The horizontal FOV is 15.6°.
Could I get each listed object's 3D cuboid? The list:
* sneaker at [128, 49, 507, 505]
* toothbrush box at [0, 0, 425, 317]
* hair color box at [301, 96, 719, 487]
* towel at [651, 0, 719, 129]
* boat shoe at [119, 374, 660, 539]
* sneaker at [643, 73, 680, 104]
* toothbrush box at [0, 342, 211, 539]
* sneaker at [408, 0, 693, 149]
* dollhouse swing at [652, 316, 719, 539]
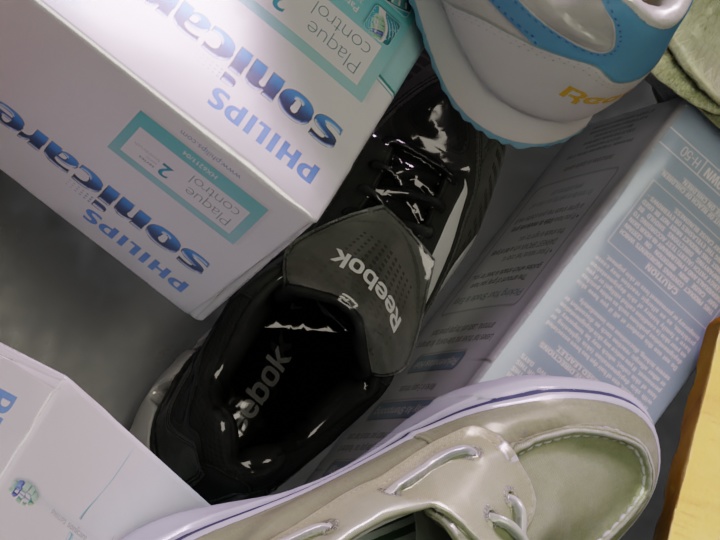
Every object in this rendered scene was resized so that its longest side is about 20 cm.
[{"bbox_3d":[0.000,0.000,0.868,0.066,0.090,0.200,37,76,-10],"label":"sneaker"},{"bbox_3d":[-0.046,-0.110,0.828,0.146,0.085,0.200,39,55,-9],"label":"toothbrush box"},{"bbox_3d":[0.054,0.039,0.875,0.061,0.099,0.200,41,76,-11],"label":"hair color box"},{"bbox_3d":[0.156,-0.132,0.859,0.148,0.036,0.200,40,72,-10],"label":"towel"},{"bbox_3d":[0.018,0.083,0.754,0.199,0.062,0.072,-19,109,-33],"label":"boat shoe"},{"bbox_3d":[0.139,-0.059,0.910,0.200,0.088,0.081,45,69,-7],"label":"sneaker"},{"bbox_3d":[-0.105,0.119,0.773,0.147,0.085,0.200,-58,145,-12],"label":"toothbrush box"},{"bbox_3d":[0.032,-0.140,0.775,0.076,0.081,0.201,-26,83,-36],"label":"sneaker"},{"bbox_3d":[0.182,0.112,0.892,0.175,0.182,0.201,14,80,6],"label":"dollhouse swing"}]
